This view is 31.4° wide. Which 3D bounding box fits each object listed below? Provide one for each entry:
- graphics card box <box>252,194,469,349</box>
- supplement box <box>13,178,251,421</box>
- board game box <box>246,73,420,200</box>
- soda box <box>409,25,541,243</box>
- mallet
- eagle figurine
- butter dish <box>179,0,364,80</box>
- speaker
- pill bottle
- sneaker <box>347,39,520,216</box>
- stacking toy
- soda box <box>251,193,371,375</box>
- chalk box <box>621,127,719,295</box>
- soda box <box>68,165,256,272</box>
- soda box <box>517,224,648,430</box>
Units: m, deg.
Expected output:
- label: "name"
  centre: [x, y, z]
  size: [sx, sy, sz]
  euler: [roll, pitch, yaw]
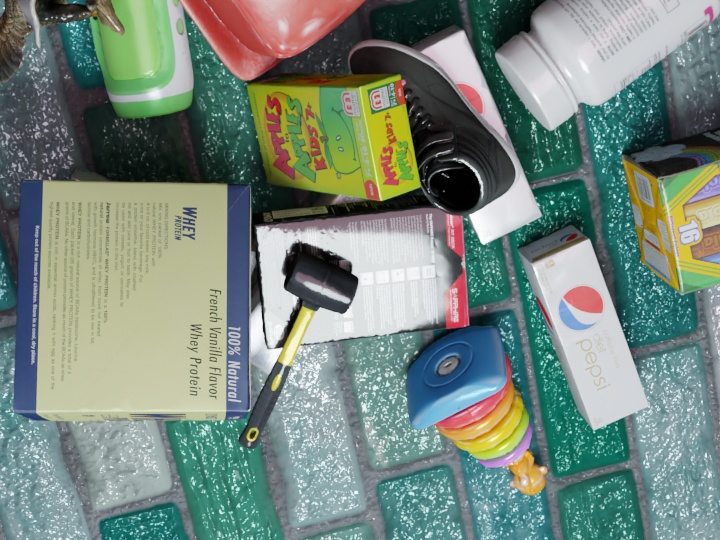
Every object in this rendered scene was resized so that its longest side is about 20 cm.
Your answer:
- label: "graphics card box"
  centre: [0.000, 0.000, 1.216]
  size: [0.197, 0.051, 0.127]
  euler: [-8, 108, -7]
- label: "supplement box"
  centre: [-0.197, 0.031, 1.141]
  size: [0.197, 0.134, 0.203]
  euler: [0, 81, -7]
- label: "board game box"
  centre: [-0.029, -0.127, 1.187]
  size: [0.047, 0.199, 0.103]
  euler: [-21, 109, -30]
- label: "soda box"
  centre: [0.106, -0.134, 1.261]
  size: [0.067, 0.064, 0.202]
  euler: [-25, 106, 3]
- label: "mallet"
  centre: [-0.058, 0.082, 1.191]
  size: [0.065, 0.041, 0.202]
  euler: [15, 110, -9]
- label: "eagle figurine"
  centre: [-0.309, -0.237, 1.136]
  size: [0.197, 0.153, 0.151]
  euler: [-5, 151, 18]
- label: "butter dish"
  centre: [-0.062, -0.279, 1.144]
  size: [0.200, 0.148, 0.200]
  euler: [-40, 127, -5]
- label: "speaker"
  centre: [-0.208, -0.248, 1.191]
  size: [0.087, 0.089, 0.203]
  euler: [-9, 106, -5]
- label: "pill bottle"
  centre: [0.236, -0.233, 1.237]
  size: [0.199, 0.113, 0.114]
  euler: [-37, 107, 3]
- label: "sneaker"
  centre: [0.058, -0.130, 1.168]
  size: [0.200, 0.099, 0.071]
  euler: [42, 122, -1]
- label: "stacking toy"
  centre: [0.142, 0.166, 1.350]
  size: [0.115, 0.110, 0.201]
  euler: [-29, 119, 17]
- label: "soda box"
  centre: [-0.053, 0.005, 1.280]
  size: [0.063, 0.068, 0.201]
  euler: [35, 99, -15]
- label: "chalk box"
  centre: [0.385, -0.074, 1.295]
  size: [0.198, 0.125, 0.125]
  euler: [-15, 107, -2]
- label: "soda box"
  centre: [-0.202, -0.031, 1.261]
  size: [0.198, 0.063, 0.069]
  euler: [23, 101, -13]
- label: "soda box"
  centre: [0.234, 0.060, 1.343]
  size: [0.067, 0.064, 0.202]
  euler: [-23, 106, -1]
